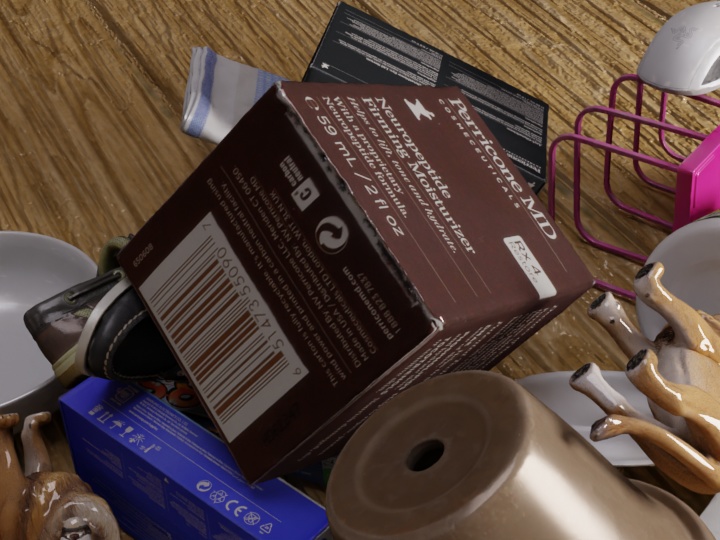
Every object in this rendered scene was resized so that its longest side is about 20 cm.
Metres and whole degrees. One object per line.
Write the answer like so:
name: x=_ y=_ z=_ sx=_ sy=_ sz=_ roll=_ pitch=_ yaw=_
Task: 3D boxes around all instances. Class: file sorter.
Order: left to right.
file sorter: x=0.246 y=-0.083 z=0.993 sx=0.125 sy=0.140 sz=0.200 roll=23 pitch=46 yaw=32

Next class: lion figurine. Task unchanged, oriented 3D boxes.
lion figurine: x=-0.243 y=0.158 z=0.788 sx=0.199 sy=0.072 sz=0.123 roll=-13 pitch=81 yaw=12
lion figurine: x=0.177 y=0.069 z=0.678 sx=0.123 sy=0.072 sz=0.200 roll=46 pitch=34 yaw=-6

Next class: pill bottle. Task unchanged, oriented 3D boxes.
pill bottle: x=0.273 y=0.007 z=0.858 sx=0.114 sy=0.115 sz=0.200 roll=23 pitch=23 yaw=28

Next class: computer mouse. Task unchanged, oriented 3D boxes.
computer mouse: x=0.290 y=-0.193 z=0.979 sx=0.109 sy=0.044 sz=0.200 roll=27 pitch=48 yaw=37

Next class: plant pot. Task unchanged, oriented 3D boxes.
plant pot: x=0.074 y=0.148 z=0.639 sx=0.199 sy=0.175 sz=0.201 roll=-25 pitch=29 yaw=15

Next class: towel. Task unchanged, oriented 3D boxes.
towel: x=-0.051 y=-0.119 z=1.044 sx=0.199 sy=0.024 sz=0.147 roll=19 pitch=29 yaw=-13

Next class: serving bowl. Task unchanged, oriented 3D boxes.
serving bowl: x=-0.275 y=0.057 z=0.914 sx=0.199 sy=0.066 sz=0.201 roll=-2 pitch=40 yaw=2

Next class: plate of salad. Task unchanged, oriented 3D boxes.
plate of salad: x=0.151 y=0.103 z=0.812 sx=0.199 sy=0.048 sz=0.200 roll=-1 pitch=8 yaw=0

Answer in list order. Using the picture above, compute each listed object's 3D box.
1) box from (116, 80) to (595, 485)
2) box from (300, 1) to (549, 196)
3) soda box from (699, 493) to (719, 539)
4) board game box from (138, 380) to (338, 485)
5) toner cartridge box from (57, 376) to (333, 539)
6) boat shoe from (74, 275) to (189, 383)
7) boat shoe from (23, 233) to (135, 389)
box: x=0.000 y=0.000 z=0.767 sx=0.200 sy=0.164 sz=0.166 roll=-11 pitch=63 yaw=-55
box: x=0.047 y=-0.118 z=1.023 sx=0.199 sy=0.079 sz=0.141 roll=25 pitch=30 yaw=-6
soda box: x=0.242 y=0.160 z=0.756 sx=0.068 sy=0.064 sz=0.200 roll=26 pitch=48 yaw=30
board game box: x=-0.077 y=0.074 z=0.904 sx=0.199 sy=0.035 sz=0.136 roll=12 pitch=42 yaw=17
toner cartridge box: x=-0.098 y=0.143 z=0.775 sx=0.199 sy=0.095 sz=0.043 roll=28 pitch=48 yaw=31
boat shoe: x=-0.107 y=0.040 z=0.816 sx=0.060 sy=0.074 sz=0.200 roll=29 pitch=11 yaw=17
boat shoe: x=-0.152 y=0.005 z=0.879 sx=0.072 sy=0.066 sz=0.201 roll=-32 pitch=8 yaw=39
